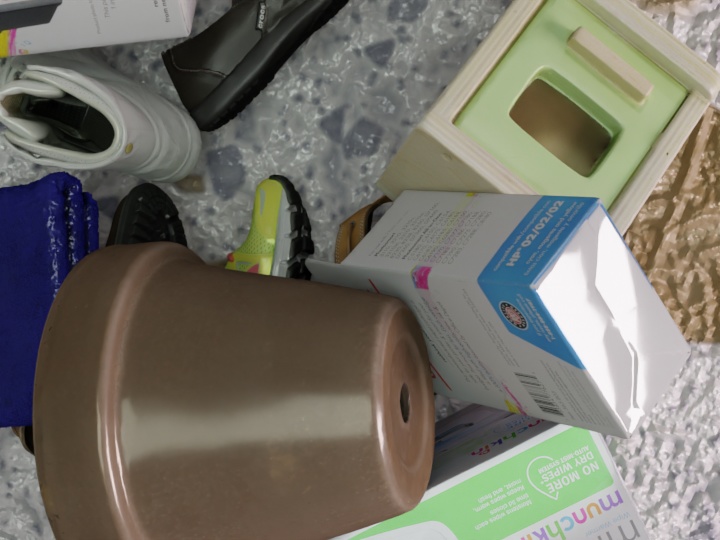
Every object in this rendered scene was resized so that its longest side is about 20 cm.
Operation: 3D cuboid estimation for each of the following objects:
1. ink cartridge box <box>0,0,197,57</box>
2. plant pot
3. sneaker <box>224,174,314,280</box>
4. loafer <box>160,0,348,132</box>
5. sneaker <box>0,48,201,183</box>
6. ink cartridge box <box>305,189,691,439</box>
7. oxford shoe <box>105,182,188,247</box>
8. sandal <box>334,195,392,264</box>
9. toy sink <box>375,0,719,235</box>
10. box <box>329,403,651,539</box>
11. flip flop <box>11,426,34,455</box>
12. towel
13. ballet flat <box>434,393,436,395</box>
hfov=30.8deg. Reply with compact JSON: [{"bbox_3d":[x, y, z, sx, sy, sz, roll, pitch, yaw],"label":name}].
[{"bbox_3d":[-0.200,-0.202,0.806,0.198,0.148,0.086,-6,128,5],"label":"ink cartridge box"},{"bbox_3d":[-0.055,0.080,0.715,0.173,0.200,0.203,-4,93,18],"label":"plant pot"},{"bbox_3d":[-0.085,0.034,0.857,0.089,0.078,0.202,12,92,9],"label":"sneaker"},{"bbox_3d":[-0.054,-0.181,0.842,0.071,0.073,0.200,45,94,-2],"label":"loafer"},{"bbox_3d":[-0.206,-0.116,0.817,0.199,0.115,0.074,24,98,17],"label":"sneaker"},{"bbox_3d":[0.070,0.018,0.736,0.068,0.199,0.115,-49,120,-23],"label":"ink cartridge box"},{"bbox_3d":[-0.160,0.041,0.825,0.084,0.073,0.202,-2,72,33],"label":"oxford shoe"},{"bbox_3d":[0.000,0.000,0.853,0.054,0.082,0.201,31,101,-1],"label":"sandal"},{"bbox_3d":[0.125,-0.100,0.783,0.130,0.112,0.200,39,69,0],"label":"toy sink"},{"bbox_3d":[0.061,0.156,0.807,0.199,0.176,0.097,-27,92,5],"label":"box"},{"bbox_3d":[-0.200,0.102,0.874,0.080,0.058,0.202,-17,93,4],"label":"flip flop"},{"bbox_3d":[-0.234,0.026,0.825,0.199,0.049,0.149,-11,83,39],"label":"towel"},{"bbox_3d":[0.073,-0.003,0.849,0.069,0.071,0.201,29,94,2],"label":"ballet flat"}]
